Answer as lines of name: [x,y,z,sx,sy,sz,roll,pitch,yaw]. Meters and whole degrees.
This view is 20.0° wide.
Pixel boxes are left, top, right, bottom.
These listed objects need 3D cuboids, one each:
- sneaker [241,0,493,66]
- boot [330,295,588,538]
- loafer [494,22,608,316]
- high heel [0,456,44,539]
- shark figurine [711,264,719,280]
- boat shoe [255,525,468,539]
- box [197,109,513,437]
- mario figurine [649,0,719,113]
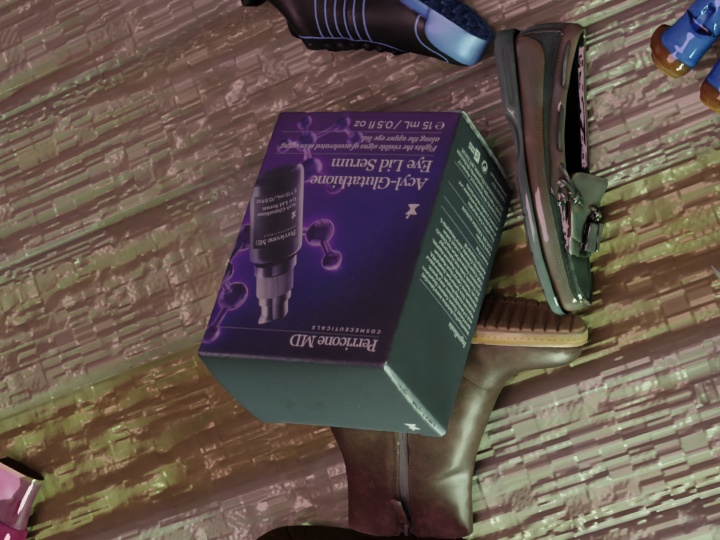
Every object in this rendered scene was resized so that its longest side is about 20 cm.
sneaker: [0.002,-0.181,1.445,0.200,0.070,0.078,34,111,25]
boot: [0.072,0.107,1.447,0.200,0.072,0.167,-2,107,22]
loafer: [0.138,-0.072,1.388,0.063,0.072,0.200,-12,86,16]
high heel: [-0.354,0.169,1.633,0.200,0.067,0.096,25,94,18]
shark figurine: [0.327,0.018,1.290,0.090,0.214,0.128,-132,28,-53]
boat shoe: [0.015,0.227,1.471,0.200,0.072,0.065,1,104,27]
box: [0.000,0.000,1.384,0.148,0.104,0.200,1,60,28]
mario figurine: [0.280,-0.199,1.320,0.200,0.123,0.106,-53,30,27]
